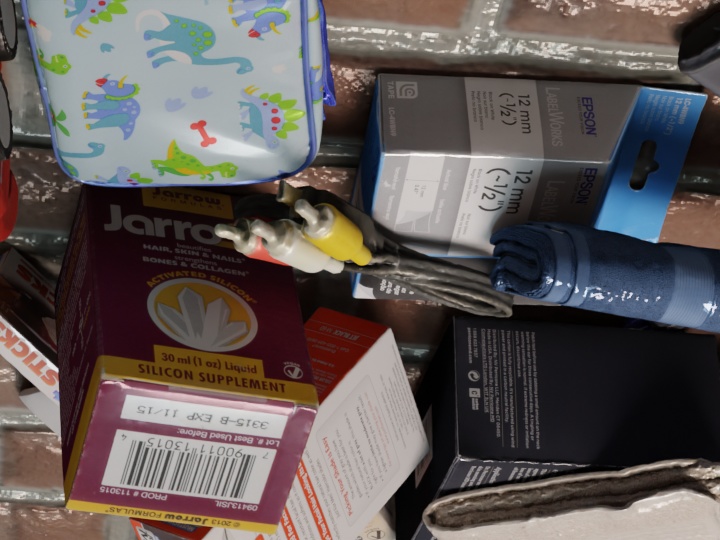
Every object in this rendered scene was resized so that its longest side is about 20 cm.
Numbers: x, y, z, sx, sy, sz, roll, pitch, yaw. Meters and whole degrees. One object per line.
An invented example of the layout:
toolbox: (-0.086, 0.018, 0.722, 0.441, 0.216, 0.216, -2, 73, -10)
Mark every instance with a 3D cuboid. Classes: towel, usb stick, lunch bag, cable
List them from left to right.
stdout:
lunch bag: (-0.095, -0.129, 1.261, 0.159, 0.083, 0.201, -3, 144, 1)
cable: (0.000, 0.000, 1.360, 0.097, 0.051, 0.199, -10, 150, 44)
towel: (0.153, 0.170, 1.522, 0.199, 0.035, 0.133, -10, 149, 16)
towel: (0.180, 0.007, 1.354, 0.199, 0.049, 0.112, 10, -178, -16)
usb stick: (0.263, -0.094, 1.376, 0.199, 0.033, 0.055, 28, 132, -36)

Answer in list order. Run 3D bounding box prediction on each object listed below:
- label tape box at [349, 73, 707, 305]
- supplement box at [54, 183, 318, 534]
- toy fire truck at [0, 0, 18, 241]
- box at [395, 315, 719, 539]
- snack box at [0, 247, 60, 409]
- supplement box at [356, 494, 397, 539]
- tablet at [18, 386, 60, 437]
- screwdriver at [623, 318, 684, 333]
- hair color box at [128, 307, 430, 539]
label tape box: (0.098, -0.044, 1.405, 0.198, 0.066, 0.144, 4, 143, -6)
supplement box: (-0.106, 0.046, 1.384, 0.130, 0.201, 0.104, 8, 125, -16)
toy fire truck: (-0.231, -0.072, 1.249, 0.128, 0.177, 0.201, -6, 144, 4)
box: (0.129, 0.125, 1.582, 0.181, 0.105, 0.200, 5, 151, -10)
snack box: (-0.162, 0.074, 1.476, 0.024, 0.072, 0.200, -38, 108, 22)
supplement box: (-0.063, 0.130, 1.620, 0.125, 0.074, 0.200, -16, 141, 16)
tablet: (-0.142, 0.144, 1.564, 0.200, 0.014, 0.130, 41, 165, -10)
screwdriver: (0.166, 0.046, 1.573, 0.199, 0.028, 0.029, -28, 166, 39)
hair color box: (-0.046, 0.131, 1.467, 0.064, 0.200, 0.111, 14, 137, 35)
